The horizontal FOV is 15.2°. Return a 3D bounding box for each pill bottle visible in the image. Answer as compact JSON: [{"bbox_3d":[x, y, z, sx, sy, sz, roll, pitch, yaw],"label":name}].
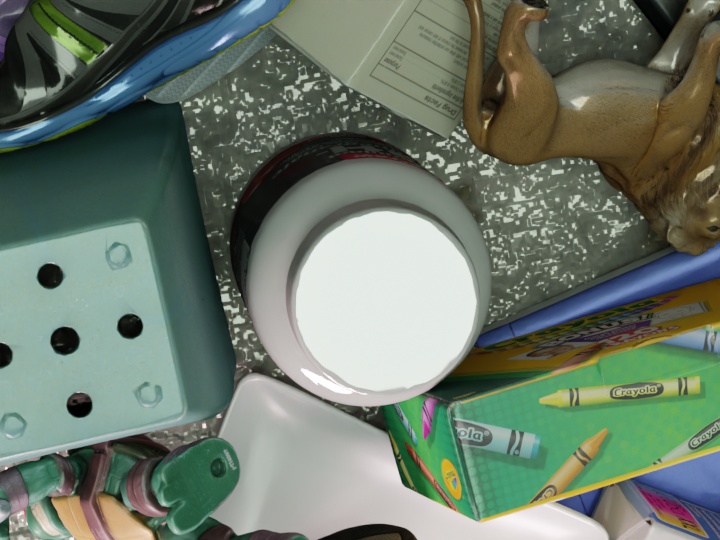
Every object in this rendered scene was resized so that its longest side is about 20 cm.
[{"bbox_3d":[0.000,0.000,1.228,0.110,0.200,0.111,-1,99,-7],"label":"pill bottle"}]

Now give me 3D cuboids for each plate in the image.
[{"bbox_3d":[-0.001,0.177,1.319,0.199,0.032,0.200,23,95,10],"label":"plate"}]

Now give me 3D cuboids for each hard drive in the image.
[{"bbox_3d":[0.171,0.053,1.342,0.199,0.025,0.132,-23,100,-2],"label":"hard drive"}]

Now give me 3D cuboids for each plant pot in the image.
[{"bbox_3d":[-0.134,0.013,1.217,0.141,0.200,0.142,-12,100,-3],"label":"plant pot"}]

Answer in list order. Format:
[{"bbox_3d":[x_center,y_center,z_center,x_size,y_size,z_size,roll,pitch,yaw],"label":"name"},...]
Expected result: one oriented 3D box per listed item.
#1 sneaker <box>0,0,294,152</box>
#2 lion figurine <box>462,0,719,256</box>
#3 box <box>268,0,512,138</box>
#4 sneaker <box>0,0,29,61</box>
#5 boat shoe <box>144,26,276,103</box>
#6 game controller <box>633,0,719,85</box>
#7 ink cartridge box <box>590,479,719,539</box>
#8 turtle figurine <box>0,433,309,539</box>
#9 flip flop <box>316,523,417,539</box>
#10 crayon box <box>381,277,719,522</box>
[{"bbox_3d":[-0.122,-0.112,1.211,0.199,0.071,0.083,-28,94,10],"label":"sneaker"},{"bbox_3d":[0.110,-0.074,1.258,0.199,0.073,0.123,10,121,-22],"label":"lion figurine"},{"bbox_3d":[0.050,-0.171,1.242,0.200,0.078,0.095,-55,145,8],"label":"box"},{"bbox_3d":[-0.157,-0.127,1.266,0.200,0.081,0.084,-33,112,9],"label":"sneaker"},{"bbox_3d":[-0.047,-0.168,1.272,0.200,0.072,0.062,-49,61,4],"label":"boat shoe"},{"bbox_3d":[0.178,-0.158,1.308,0.104,0.042,0.200,-42,101,-13],"label":"game controller"},{"bbox_3d":[0.191,0.201,1.330,0.199,0.076,0.137,22,103,-14],"label":"ink cartridge box"},{"bbox_3d":[-0.115,0.121,1.251,0.150,0.200,0.101,34,64,-33],"label":"turtle figurine"},{"bbox_3d":[-0.043,0.191,1.277,0.200,0.081,0.058,-43,99,12],"label":"flip flop"},{"bbox_3d":[0.121,0.055,1.246,0.199,0.119,0.059,-16,97,-14],"label":"crayon box"}]
